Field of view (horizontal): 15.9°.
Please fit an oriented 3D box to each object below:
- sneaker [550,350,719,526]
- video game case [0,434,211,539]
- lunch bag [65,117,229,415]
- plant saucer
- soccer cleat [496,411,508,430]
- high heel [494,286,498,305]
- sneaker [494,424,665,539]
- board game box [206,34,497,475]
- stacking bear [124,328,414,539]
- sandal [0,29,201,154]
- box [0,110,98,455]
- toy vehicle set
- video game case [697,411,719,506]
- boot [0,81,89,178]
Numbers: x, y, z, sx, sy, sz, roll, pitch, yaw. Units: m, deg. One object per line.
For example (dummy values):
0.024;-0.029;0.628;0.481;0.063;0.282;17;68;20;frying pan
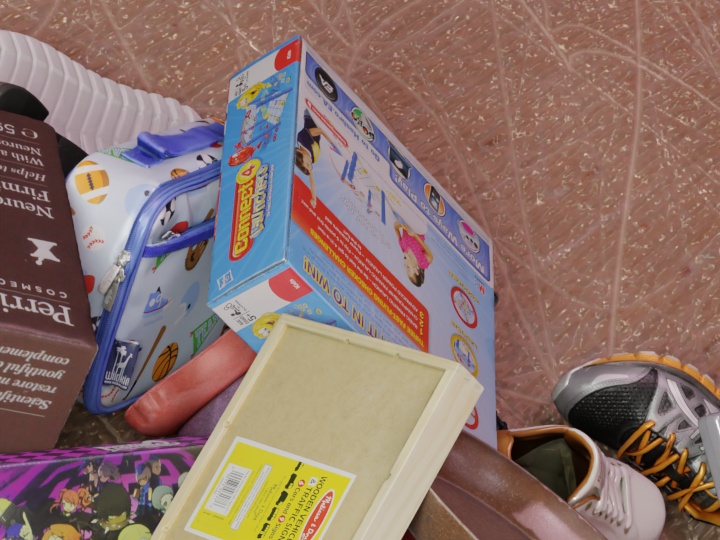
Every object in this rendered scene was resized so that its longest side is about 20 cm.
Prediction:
0.215;0.119;1.674;0.200;0.078;0.077;24;45;-12;sneaker
-0.118;0.180;1.335;0.200;0.036;0.182;-2;95;-36;video game case
-0.117;-0.009;1.492;0.075;0.160;0.200;27;22;16;lunch bag
0.087;0.151;1.345;0.200;0.035;0.200;36;11;-8;plant saucer
0.058;0.101;1.580;0.200;0.081;0.068;32;40;-4;soccer cleat
0.012;0.020;1.637;0.142;0.071;0.200;26;31;1;high heel
0.131;0.135;1.534;0.200;0.085;0.073;12;65;-44;sneaker
0.000;0.000;1.470;0.200;0.056;0.196;46;30;-32;board game box
-0.025;0.127;1.483;0.200;0.121;0.114;52;-2;6;stacking bear
-0.185;-0.090;1.645;0.202;0.050;0.083;21;54;-34;sandal
-0.252;0.024;1.368;0.166;0.164;0.200;12;34;-24;box
-0.037;0.122;1.289;0.200;0.124;0.027;-60;137;-16;toy vehicle set
0.313;0.165;1.673;0.200;0.022;0.182;-11;84;-40;video game case
-0.256;-0.074;1.536;0.174;0.200;0.069;14;61;25;boot
